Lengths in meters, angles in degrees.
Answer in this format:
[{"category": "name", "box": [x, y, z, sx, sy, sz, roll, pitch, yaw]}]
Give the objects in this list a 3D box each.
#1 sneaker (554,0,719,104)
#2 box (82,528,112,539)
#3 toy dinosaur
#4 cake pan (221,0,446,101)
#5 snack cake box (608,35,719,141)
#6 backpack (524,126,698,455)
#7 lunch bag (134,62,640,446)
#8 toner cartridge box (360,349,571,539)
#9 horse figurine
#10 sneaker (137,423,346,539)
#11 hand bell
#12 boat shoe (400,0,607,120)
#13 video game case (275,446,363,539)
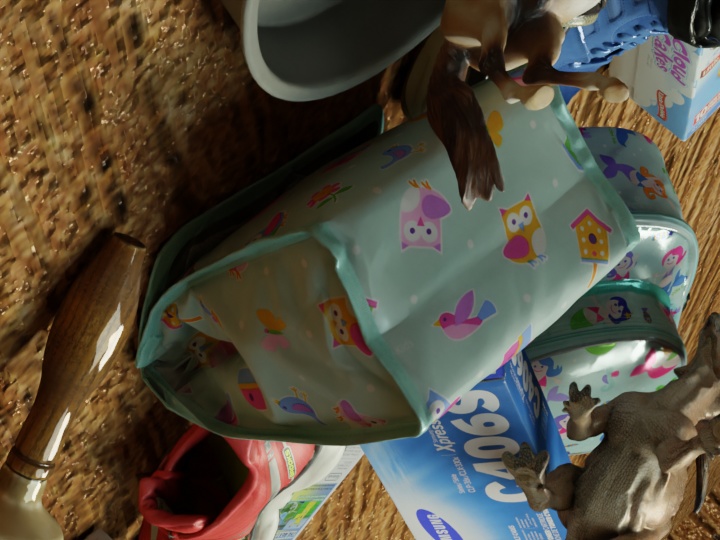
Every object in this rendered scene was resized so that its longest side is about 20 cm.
[{"category": "sneaker", "box": [0.147, -0.131, 0.956, 0.076, 0.111, 0.201, -26, 151, -48]}, {"category": "box", "box": [-0.120, 0.256, 0.977, 0.112, 0.200, 0.102, -31, 155, -40]}, {"category": "toy dinosaur", "box": [0.145, 0.115, 0.979, 0.200, 0.086, 0.135, -49, 151, 6]}, {"category": "cake pan", "box": [0.016, -0.157, 0.731, 0.200, 0.037, 0.201, -42, 159, -19]}, {"category": "snack cake box", "box": [0.240, -0.188, 1.117, 0.200, 0.067, 0.115, -44, 161, -15]}, {"category": "backpack", "box": [0.106, 0.015, 1.070, 0.176, 0.152, 0.201, -8, 141, -10]}, {"category": "lunch bag", "box": [0.000, 0.000, 0.867, 0.170, 0.123, 0.199, -36, -168, -34]}, {"category": "toner cartridge box", "box": [0.057, 0.096, 1.012, 0.201, 0.094, 0.044, 62, 29, -51]}, {"category": "horse figurine", "box": [0.092, -0.119, 0.775, 0.200, 0.133, 0.050, -43, 123, -3]}, {"category": "sneaker", "box": [-0.086, 0.117, 0.973, 0.084, 0.077, 0.200, -18, 153, -41]}, {"category": "hand bell", "box": [-0.141, 0.076, 0.805, 0.104, 0.104, 0.202, 1, 115, -66]}, {"category": "boat shoe", "box": [0.088, -0.138, 0.884, 0.073, 0.065, 0.201, -23, 147, -47]}, {"category": "video game case", "box": [-0.059, 0.134, 1.152, 0.183, 0.022, 0.200, -52, 162, 8]}]
